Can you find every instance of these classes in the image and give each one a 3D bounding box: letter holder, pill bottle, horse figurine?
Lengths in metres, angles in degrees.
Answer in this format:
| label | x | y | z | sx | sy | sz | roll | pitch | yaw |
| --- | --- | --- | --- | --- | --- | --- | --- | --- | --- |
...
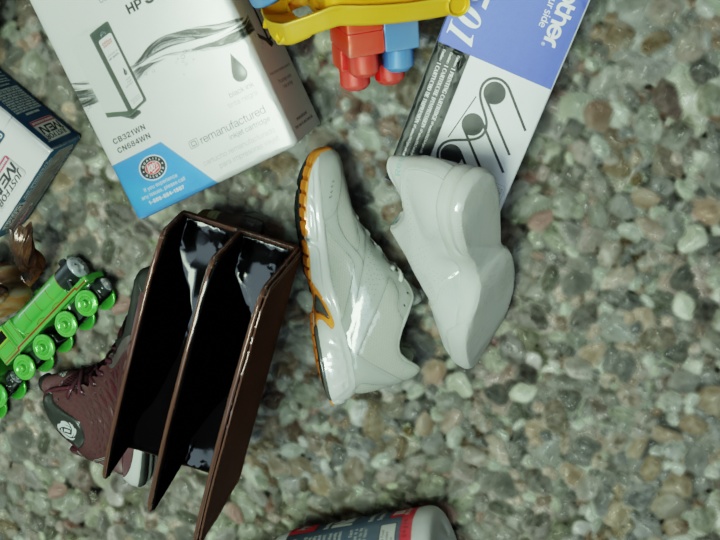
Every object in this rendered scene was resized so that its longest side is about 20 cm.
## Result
| label | x | y | z | sx | sy | sz | roll | pitch | yaw |
| --- | --- | --- | --- | --- | --- | --- | --- | --- | --- |
| letter holder | -0.125 | 0.078 | 0.862 | 0.099 | 0.142 | 0.203 | 17 | 106 | 2 |
| pill bottle | -0.018 | 0.272 | 0.983 | 0.197 | 0.120 | 0.122 | -13 | 104 | 16 |
| horse figurine | -0.338 | 0.021 | 0.977 | 0.197 | 0.132 | 0.051 | -21 | 81 | 11 |

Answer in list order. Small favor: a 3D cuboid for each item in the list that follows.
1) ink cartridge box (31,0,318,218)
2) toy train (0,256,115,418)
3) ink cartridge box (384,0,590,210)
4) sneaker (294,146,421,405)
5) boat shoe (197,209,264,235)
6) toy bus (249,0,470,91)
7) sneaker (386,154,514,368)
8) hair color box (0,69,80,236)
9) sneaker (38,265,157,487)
| label | x | y | z | sx | sy | sz | roll | pitch | yaw |
| --- | --- | --- | --- | --- | --- | --- | --- | --- | --- |
| ink cartridge box | -0.142 | -0.166 | 0.883 | 0.144 | 0.084 | 0.202 | -23 | 101 | 18 |
| toy train | -0.289 | 0.062 | 1.022 | 0.200 | 0.042 | 0.057 | -43 | 84 | 21 |
| ink cartridge box | 0.096 | -0.145 | 0.866 | 0.093 | 0.044 | 0.203 | 23 | 111 | 3 |
| sneaker | 0.000 | 0.000 | 0.929 | 0.090 | 0.076 | 0.204 | -9 | 103 | -7 |
| boat shoe | -0.104 | 0.052 | 0.958 | 0.064 | 0.073 | 0.204 | 3 | 108 | 17 |
| toy bus | -0.021 | -0.214 | 0.804 | 0.196 | 0.136 | 0.195 | -8 | 117 | -14 |
| sneaker | 0.062 | -0.011 | 0.885 | 0.087 | 0.075 | 0.202 | 22 | 144 | 28 |
| hair color box | -0.341 | -0.130 | 0.960 | 0.199 | 0.061 | 0.100 | 40 | 110 | -2 |
| sneaker | -0.220 | 0.083 | 0.995 | 0.113 | 0.076 | 0.204 | 13 | 110 | 11 |
